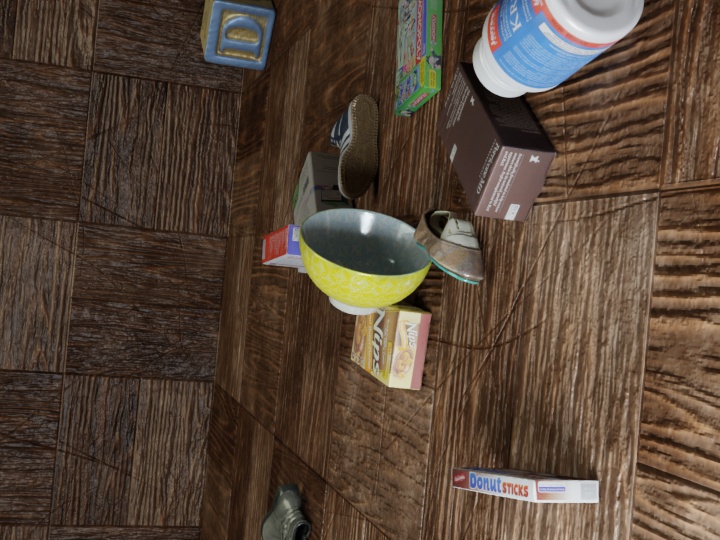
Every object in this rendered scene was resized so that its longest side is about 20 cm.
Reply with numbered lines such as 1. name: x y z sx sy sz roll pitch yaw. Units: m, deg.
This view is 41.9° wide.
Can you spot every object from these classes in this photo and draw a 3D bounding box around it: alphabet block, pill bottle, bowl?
1. alphabet block: -0.376 -0.746 2.857 0.200 0.195 0.197 -111 33 -53
2. pill bottle: 0.195 -0.254 0.984 0.200 0.112 0.113 147 126 -68
3. bowl: 0.000 0.000 1.397 0.200 0.199 0.108 -111 28 -55

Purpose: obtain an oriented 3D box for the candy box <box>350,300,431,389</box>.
1. candy box: 0.044 0.105 1.458 0.200 0.055 0.116 -158 75 -72

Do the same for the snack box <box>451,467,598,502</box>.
1. snack box: 0.167 0.225 0.992 0.200 0.072 0.024 155 117 -70

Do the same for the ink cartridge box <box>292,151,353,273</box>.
1. ink cartridge box: -0.074 -0.111 1.860 0.145 0.084 0.200 115 154 -48

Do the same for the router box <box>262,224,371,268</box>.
1. router box: -0.046 -0.032 1.551 0.179 0.199 0.049 167 107 -71

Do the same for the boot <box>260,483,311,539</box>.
1. boot: -0.157 0.556 1.966 0.131 0.067 0.200 -115 33 -49

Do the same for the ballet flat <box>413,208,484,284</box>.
1. ballet flat: 0.118 -0.042 1.253 0.200 0.068 0.067 -133 58 -66

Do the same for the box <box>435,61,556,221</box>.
1. box: 0.159 -0.159 1.142 0.200 0.075 0.100 -108 29 -48

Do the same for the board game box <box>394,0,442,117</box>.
1. board game box: 0.092 -0.361 1.492 0.135 0.029 0.201 151 123 -70

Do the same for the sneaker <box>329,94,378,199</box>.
1. sneaker: -0.017 -0.212 1.725 0.108 0.070 0.201 149 132 -63
